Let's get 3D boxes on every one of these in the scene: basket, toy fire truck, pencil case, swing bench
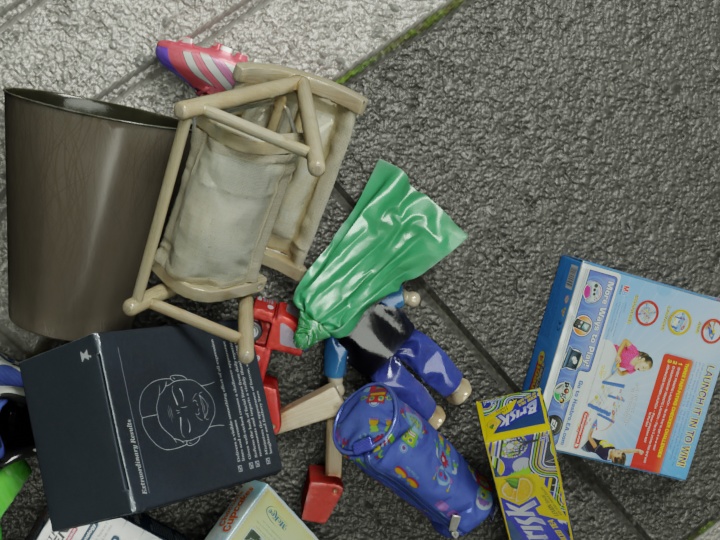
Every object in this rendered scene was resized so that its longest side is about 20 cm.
[{"bbox_3d":[-0.247,-0.047,1.007,0.177,0.136,0.203,12,101,3],"label":"basket"},{"bbox_3d":[-0.068,0.138,1.108,0.139,0.049,0.203,15,101,-6],"label":"toy fire truck"},{"bbox_3d":[0.056,0.197,1.116,0.077,0.088,0.200,-27,128,24],"label":"pencil case"},{"bbox_3d":[-0.098,-0.063,0.986,0.128,0.200,0.201,22,116,2],"label":"swing bench"}]

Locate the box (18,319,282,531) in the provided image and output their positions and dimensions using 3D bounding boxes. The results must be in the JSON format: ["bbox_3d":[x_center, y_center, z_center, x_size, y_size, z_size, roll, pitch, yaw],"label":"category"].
[{"bbox_3d":[-0.182,0.133,0.991,0.106,0.199,0.151,-19,81,32],"label":"box"}]

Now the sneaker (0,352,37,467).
[{"bbox_3d":[-0.337,0.119,1.000,0.196,0.115,0.082,10,97,5],"label":"sneaker"}]

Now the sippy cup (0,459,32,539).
[{"bbox_3d":[-0.392,0.228,1.016,0.175,0.130,0.142,2,100,-13],"label":"sippy cup"}]

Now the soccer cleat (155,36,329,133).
[{"bbox_3d":[-0.103,-0.163,1.058,0.197,0.067,0.078,17,100,-18],"label":"soccer cleat"}]

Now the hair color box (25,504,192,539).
[{"bbox_3d":[-0.230,0.295,1.101,0.199,0.060,0.101,34,87,-17],"label":"hair color box"}]

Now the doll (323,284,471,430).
[{"bbox_3d":[0.019,0.080,1.133,0.136,0.048,0.200,-45,106,3],"label":"doll"}]

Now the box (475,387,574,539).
[{"bbox_3d":[0.173,0.220,1.143,0.069,0.065,0.202,-12,125,7],"label":"box"}]

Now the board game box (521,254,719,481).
[{"bbox_3d":[0.284,0.105,1.197,0.193,0.056,0.203,15,95,-16],"label":"board game box"}]

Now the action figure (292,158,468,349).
[{"bbox_3d":[0.000,0.000,1.081,0.118,0.055,0.200,39,68,8],"label":"action figure"}]

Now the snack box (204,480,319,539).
[{"bbox_3d":[-0.079,0.318,1.113,0.117,0.037,0.201,-52,121,-27],"label":"snack box"}]
